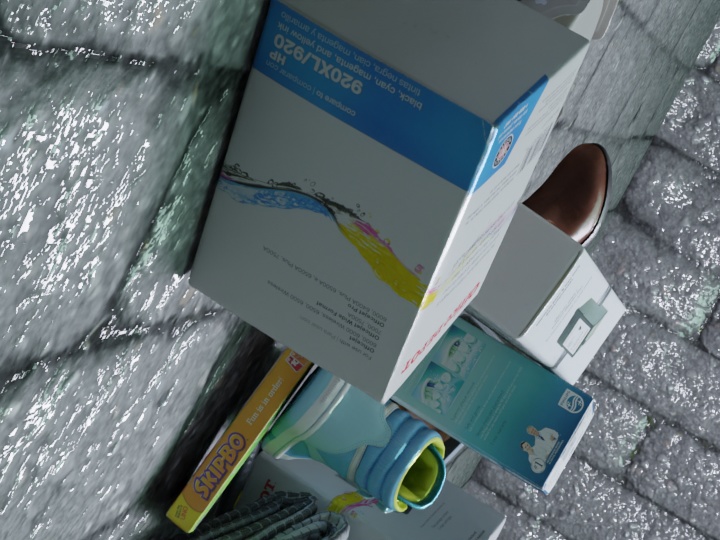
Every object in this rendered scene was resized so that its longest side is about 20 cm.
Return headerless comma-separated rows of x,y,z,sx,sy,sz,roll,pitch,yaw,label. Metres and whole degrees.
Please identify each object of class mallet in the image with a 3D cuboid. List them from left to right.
-0.113,0.208,1.259,0.202,0.041,0.066,-65,166,3,mallet

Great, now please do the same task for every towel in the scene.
-0.103,0.274,1.197,0.199,0.085,0.167,-14,126,-55,towel

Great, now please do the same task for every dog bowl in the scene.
0.173,-0.203,1.422,0.201,0.058,0.201,-56,166,-21,dog bowl

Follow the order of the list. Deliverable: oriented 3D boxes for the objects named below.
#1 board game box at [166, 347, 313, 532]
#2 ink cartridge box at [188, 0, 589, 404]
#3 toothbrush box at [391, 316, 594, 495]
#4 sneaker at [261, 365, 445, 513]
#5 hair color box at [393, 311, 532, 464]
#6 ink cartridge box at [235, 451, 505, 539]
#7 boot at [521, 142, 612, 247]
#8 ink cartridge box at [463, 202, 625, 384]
-0.073,0.104,1.128,0.201,0.030,0.096,-51,178,-10,board game box
0.013,-0.061,0.892,0.147,0.144,0.201,-43,159,-52,ink cartridge box
0.087,0.095,1.256,0.086,0.199,0.146,-59,167,-4,toothbrush box
-0.002,0.138,1.172,0.080,0.130,0.200,-53,180,-12,sneaker
0.073,0.126,1.488,0.200,0.099,0.061,-49,168,23,hair color box
-0.006,0.246,1.350,0.148,0.199,0.146,-65,165,22,ink cartridge box
0.127,-0.057,1.406,0.199,0.069,0.189,20,110,-44,boot
0.113,0.001,1.190,0.084,0.145,0.200,-53,157,0,ink cartridge box
